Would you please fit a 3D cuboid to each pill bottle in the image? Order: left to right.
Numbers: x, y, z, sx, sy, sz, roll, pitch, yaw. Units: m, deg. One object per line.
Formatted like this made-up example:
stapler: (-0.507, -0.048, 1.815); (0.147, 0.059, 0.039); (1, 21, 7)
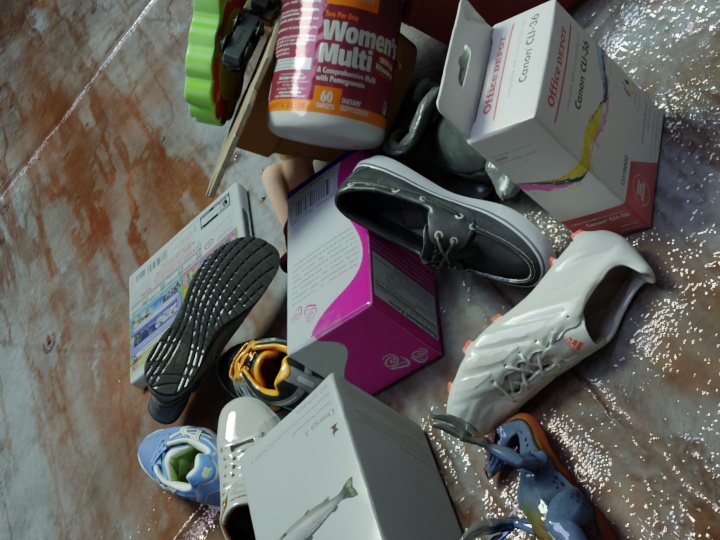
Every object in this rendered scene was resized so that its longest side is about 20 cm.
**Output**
pill bottle: (-0.019, -0.216, 1.085); (0.109, 0.109, 0.201); (5, 86, 52)

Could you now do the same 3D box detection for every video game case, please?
video game case: (-0.199, 0.016, 1.407); (0.200, 0.022, 0.183); (-38, 38, 22)

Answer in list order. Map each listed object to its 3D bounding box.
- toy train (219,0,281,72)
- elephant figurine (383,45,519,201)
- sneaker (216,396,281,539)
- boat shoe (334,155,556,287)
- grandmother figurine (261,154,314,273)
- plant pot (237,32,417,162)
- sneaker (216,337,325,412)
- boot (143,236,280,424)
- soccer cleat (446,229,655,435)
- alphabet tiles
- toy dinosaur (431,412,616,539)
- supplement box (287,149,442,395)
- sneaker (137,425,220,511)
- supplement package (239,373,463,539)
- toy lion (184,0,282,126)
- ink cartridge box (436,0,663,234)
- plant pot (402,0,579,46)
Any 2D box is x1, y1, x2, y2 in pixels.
toy train: (-0.088, -0.272, 1.180); (0.046, 0.034, 0.201); (110, -177, -63)
elephant figurine: (0.090, -0.124, 1.104); (0.155, 0.142, 0.200); (-25, 1, -40)
sneaker: (-0.089, 0.186, 1.048); (0.072, 0.085, 0.201); (-22, 55, 4)
boat shoe: (0.065, -0.033, 1.015); (0.199, 0.070, 0.066); (31, 47, 19)
grandmother figurine: (-0.063, -0.049, 1.265); (0.200, 0.060, 0.122); (-108, 31, -51)
plant pot: (-0.031, -0.196, 1.236); (0.200, 0.139, 0.201); (-159, 90, -80)
sneaker: (-0.087, 0.095, 1.160); (0.200, 0.077, 0.079); (3, 67, 53)
boot: (-0.161, 0.060, 1.259); (0.200, 0.070, 0.132); (-50, -6, -20)
soccer cleat: (0.142, 0.054, 0.928); (0.200, 0.069, 0.078); (-50, 38, 3)
alphabet tiles: (-0.112, -0.153, 1.153); (0.200, 0.008, 0.168); (-86, 21, -61)
toy dinosaur: (0.135, 0.175, 0.860); (0.182, 0.199, 0.105); (-67, -9, -54)
supplement box: (0.000, 0.000, 1.111); (0.101, 0.103, 0.201); (-31, 40, 29)
sneaker: (-0.170, 0.184, 1.187); (0.200, 0.077, 0.076); (3, 66, 53)
supplement package: (-0.002, 0.202, 0.934); (0.117, 0.117, 0.200); (-43, 37, 17)
toy lion: (-0.135, -0.252, 1.197); (0.068, 0.200, 0.192); (11, 57, 7)
ink cartridge box: (0.152, -0.123, 0.941); (0.067, 0.200, 0.117); (-16, 51, 43)
plant pot: (0.103, -0.313, 1.178); (0.177, 0.199, 0.200); (-60, 33, 14)
